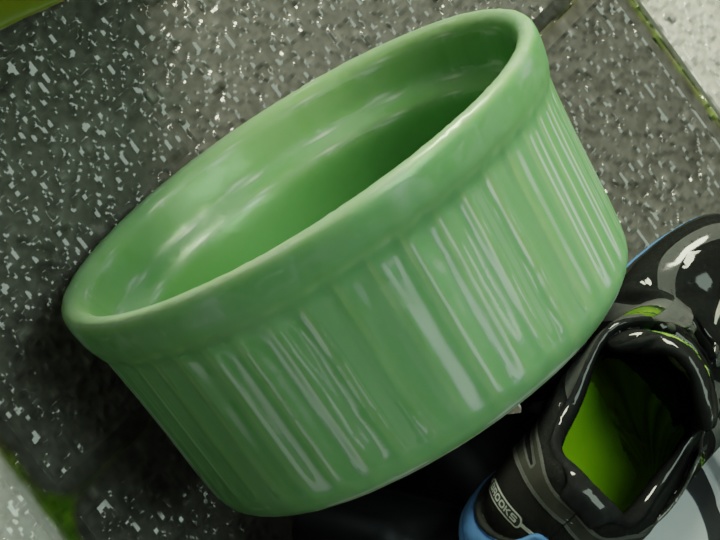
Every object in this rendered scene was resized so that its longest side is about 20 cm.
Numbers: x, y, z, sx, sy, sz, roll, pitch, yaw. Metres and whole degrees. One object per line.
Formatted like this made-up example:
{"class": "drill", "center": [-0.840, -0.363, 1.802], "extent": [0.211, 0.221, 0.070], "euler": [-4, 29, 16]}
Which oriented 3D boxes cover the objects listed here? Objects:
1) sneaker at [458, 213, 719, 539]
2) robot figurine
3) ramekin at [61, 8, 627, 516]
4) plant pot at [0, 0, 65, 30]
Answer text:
{"class": "sneaker", "center": [0.107, 0.045, 1.033], "extent": [0.071, 0.083, 0.200], "euler": [44, 45, -2]}
{"class": "robot figurine", "center": [0.071, 0.115, 1.101], "extent": [0.199, 0.151, 0.125], "euler": [-3, 46, -37]}
{"class": "ramekin", "center": [0.000, 0.000, 1.048], "extent": [0.200, 0.199, 0.098], "euler": [-45, 110, -38]}
{"class": "plant pot", "center": [-0.116, -0.194, 1.029], "extent": [0.199, 0.199, 0.182], "euler": [-34, 102, -40]}
